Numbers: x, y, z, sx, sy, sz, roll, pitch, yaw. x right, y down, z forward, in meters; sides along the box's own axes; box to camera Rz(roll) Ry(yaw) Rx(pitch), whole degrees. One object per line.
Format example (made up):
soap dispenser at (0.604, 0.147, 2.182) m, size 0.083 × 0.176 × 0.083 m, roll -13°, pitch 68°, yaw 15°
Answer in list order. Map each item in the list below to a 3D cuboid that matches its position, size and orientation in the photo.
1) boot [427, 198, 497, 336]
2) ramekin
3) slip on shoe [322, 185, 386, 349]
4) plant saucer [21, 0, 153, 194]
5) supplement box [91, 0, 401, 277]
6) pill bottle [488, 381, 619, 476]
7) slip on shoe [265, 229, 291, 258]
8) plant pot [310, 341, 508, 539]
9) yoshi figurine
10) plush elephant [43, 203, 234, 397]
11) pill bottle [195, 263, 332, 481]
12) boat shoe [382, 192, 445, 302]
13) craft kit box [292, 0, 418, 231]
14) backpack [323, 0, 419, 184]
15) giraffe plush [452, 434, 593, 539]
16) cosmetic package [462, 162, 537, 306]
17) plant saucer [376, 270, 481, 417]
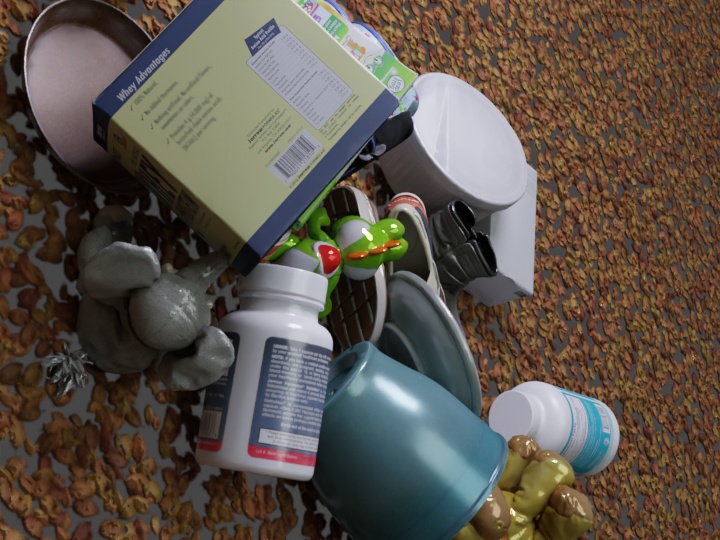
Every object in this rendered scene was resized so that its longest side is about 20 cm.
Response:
boot at (0.116, 0.017, 1.611) m, size 0.068 × 0.130 × 0.201 m, roll -45°, pitch 113°, yaw -51°
ramekin at (0.111, -0.146, 1.664) m, size 0.202 × 0.094 × 0.203 m, roll 25°, pitch 46°, yaw -29°
slip on shoe at (0.000, 0.000, 1.521) m, size 0.060 × 0.076 × 0.201 m, roll 19°, pitch 55°, yaw -54°
plant saucer at (-0.258, -0.168, 1.275) m, size 0.200 × 0.034 × 0.202 m, roll 22°, pitch 61°, yaw -47°
supplement box at (-0.109, -0.139, 1.200) m, size 0.200 × 0.134 × 0.200 m, roll 42°, pitch 76°, yaw -3°
pill bottle at (0.255, 0.211, 1.737) m, size 0.199 × 0.110 × 0.112 m, roll 20°, pitch 61°, yaw -47°
slip on shoe at (-0.140, -0.093, 1.351) m, size 0.074 × 0.061 × 0.201 m, roll -13°, pitch 60°, yaw -39°
plant pot at (0.023, 0.188, 1.389) m, size 0.188 × 0.200 × 0.200 m, roll 45°, pitch 43°, yaw -11°
yoshi figurine at (-0.048, -0.013, 1.425) m, size 0.199 × 0.113 × 0.112 m, roll -15°, pitch 48°, yaw -24°
plush elephant at (-0.186, 0.030, 1.188) m, size 0.165 × 0.154 × 0.200 m, roll 57°, pitch 39°, yaw -21°
pill bottle at (-0.090, 0.100, 1.284) m, size 0.119 × 0.119 × 0.202 m, roll 19°, pitch 77°, yaw -48°
boat shoe at (0.063, 0.008, 1.561) m, size 0.063 × 0.071 × 0.201 m, roll -83°, pitch 166°, yaw -71°
craft kit box at (-0.078, -0.179, 1.305) m, size 0.197 × 0.049 × 0.200 m, roll 38°, pitch 78°, yaw 2°
backpack at (-0.049, -0.199, 1.437) m, size 0.147 × 0.183 × 0.201 m, roll -36°, pitch 94°, yaw -45°
giraffe plush at (0.156, 0.303, 1.566) m, size 0.161 × 0.172 × 0.201 m, roll 12°, pitch 101°, yaw -39°
cosmetic package at (0.180, -0.066, 1.772) m, size 0.113 × 0.081 × 0.201 m, roll 35°, pitch 52°, yaw -40°
plant saucer at (0.066, 0.101, 1.496) m, size 0.050 × 0.200 × 0.201 m, roll -24°, pitch 97°, yaw -21°
